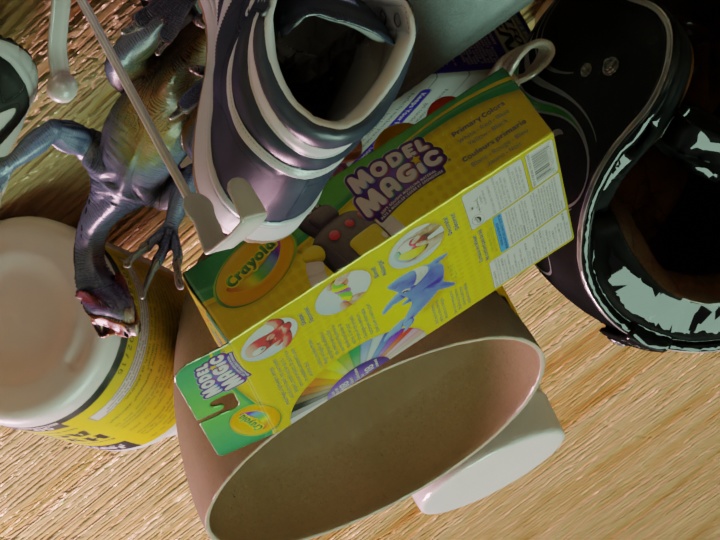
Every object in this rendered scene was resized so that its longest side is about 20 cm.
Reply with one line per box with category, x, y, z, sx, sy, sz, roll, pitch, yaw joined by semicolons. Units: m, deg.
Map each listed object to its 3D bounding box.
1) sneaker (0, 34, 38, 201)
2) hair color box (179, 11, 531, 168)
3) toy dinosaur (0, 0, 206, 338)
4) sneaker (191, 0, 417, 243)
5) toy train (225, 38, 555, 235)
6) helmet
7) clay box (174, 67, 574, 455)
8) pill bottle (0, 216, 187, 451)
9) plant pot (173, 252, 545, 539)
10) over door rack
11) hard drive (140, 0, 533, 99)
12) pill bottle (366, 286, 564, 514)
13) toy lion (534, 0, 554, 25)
sneaker;-0.187;-0.045;1.292;0.073;0.080;0.200;9;155;-2
hair color box;-0.010;-0.092;1.486;0.200;0.065;0.109;-7;151;-44
toy dinosaur;-0.083;-0.049;1.271;0.200;0.105;0.182;-39;170;-22
sneaker;-0.027;-0.122;1.150;0.070;0.201;0.109;5;157;-20
toy train;0.014;-0.051;1.348;0.200;0.056;0.150;-9;147;-45
helmet;0.163;-0.070;1.453;0.199;0.191;0.201;-4;121;-6
clay box;0.000;0.000;1.308;0.200;0.048;0.115;-32;155;-6
pill bottle;-0.146;0.040;1.568;0.111;0.112;0.200;-32;162;12
plant pot;-0.021;0.039;1.527;0.200;0.135;0.200;-25;157;-11
over door rack;-0.155;-0.059;1.128;0.147;0.200;0.067;-16;147;-35
hard drive;0.010;-0.144;1.321;0.200;0.033;0.140;-35;139;5
pill bottle;0.031;0.032;1.666;0.114;0.200;0.114;-26;163;-9
toy lion;0.191;-0.182;1.561;0.200;0.069;0.192;-18;152;-29
